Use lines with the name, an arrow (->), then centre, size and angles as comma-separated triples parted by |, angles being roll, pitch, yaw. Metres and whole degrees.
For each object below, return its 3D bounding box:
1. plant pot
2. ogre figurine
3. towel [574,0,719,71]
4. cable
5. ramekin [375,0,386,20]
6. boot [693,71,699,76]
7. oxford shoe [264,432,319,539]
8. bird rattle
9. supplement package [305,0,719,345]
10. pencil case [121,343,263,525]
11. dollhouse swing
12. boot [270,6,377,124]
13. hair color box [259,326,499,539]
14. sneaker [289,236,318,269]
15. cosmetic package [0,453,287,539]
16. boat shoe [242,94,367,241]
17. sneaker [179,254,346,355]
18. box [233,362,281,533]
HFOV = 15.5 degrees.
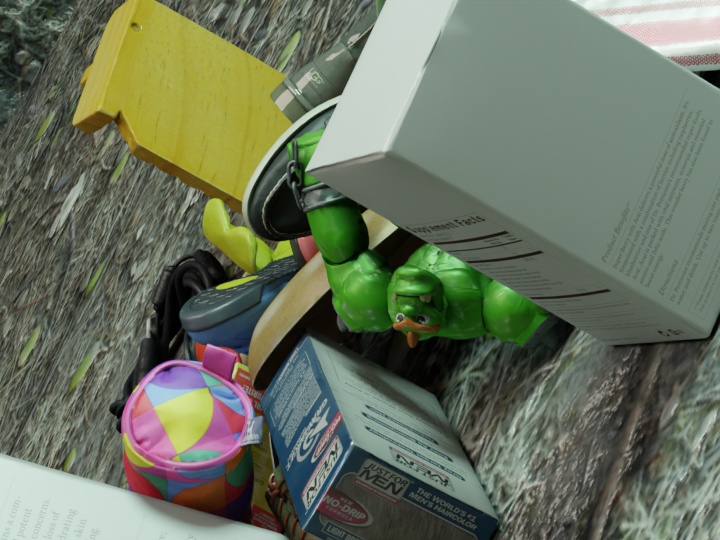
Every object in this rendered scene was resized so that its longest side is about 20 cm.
plant pot -> 0.000, 0.000, 1.673 | 0.200, 0.028, 0.200 | -40, -11, -9
ogre figurine -> 0.051, -0.018, 1.521 | 0.098, 0.199, 0.121 | -49, -41, -78
towel -> 0.193, -0.183, 1.466 | 0.146, 0.030, 0.201 | -3, 52, 29
cable -> -0.159, 0.066, 2.171 | 0.164, 0.051, 0.200 | -59, 18, 9
ramekin -> 0.100, -0.192, 1.584 | 0.097, 0.200, 0.201 | 14, 71, 28
boot -> 0.155, -0.144, 1.547 | 0.090, 0.073, 0.201 | -49, 17, 43
oxford shoe -> -0.028, 0.156, 1.604 | 0.071, 0.075, 0.200 | -55, 18, 18
bird rattle -> -0.080, 0.058, 1.941 | 0.163, 0.112, 0.201 | 133, 148, -72
supplement package -> 0.096, -0.060, 1.366 | 0.122, 0.199, 0.120 | -64, 17, -12
pencil case -> -0.101, 0.135, 1.637 | 0.200, 0.088, 0.089 | 95, -170, -54
dollhouse swing -> -0.141, -0.094, 2.111 | 0.176, 0.199, 0.182 | -42, 25, 46
boot -> 0.046, -0.158, 1.862 | 0.200, 0.073, 0.182 | -45, -18, 7
hair color box -> 0.007, 0.109, 1.533 | 0.061, 0.100, 0.200 | -59, 16, 10
sneaker -> 0.027, -0.073, 1.752 | 0.087, 0.074, 0.200 | -8, 35, 54
cosmetic package -> -0.165, 0.238, 1.586 | 0.167, 0.199, 0.168 | 105, -178, -55
boat shoe -> 0.018, -0.076, 1.680 | 0.199, 0.075, 0.066 | -29, 30, -13
sneaker -> -0.053, 0.035, 1.765 | 0.066, 0.079, 0.200 | -10, 5, 25
box -> -0.092, 0.167, 1.780 | 0.050, 0.075, 0.201 | -37, 28, 52
